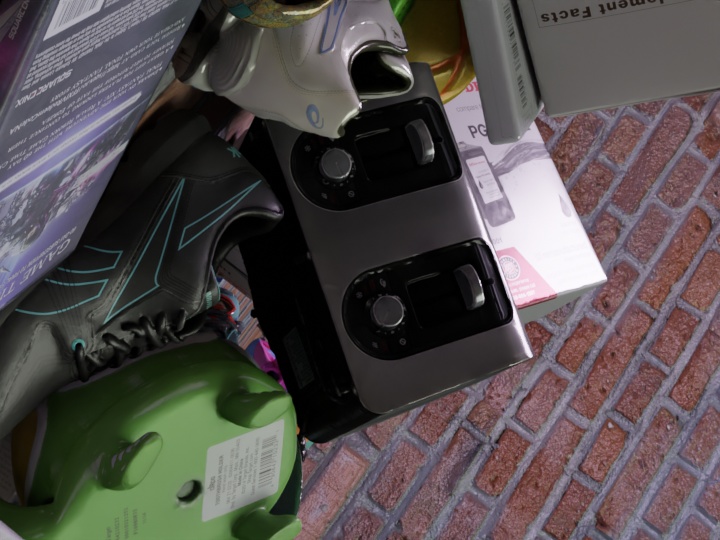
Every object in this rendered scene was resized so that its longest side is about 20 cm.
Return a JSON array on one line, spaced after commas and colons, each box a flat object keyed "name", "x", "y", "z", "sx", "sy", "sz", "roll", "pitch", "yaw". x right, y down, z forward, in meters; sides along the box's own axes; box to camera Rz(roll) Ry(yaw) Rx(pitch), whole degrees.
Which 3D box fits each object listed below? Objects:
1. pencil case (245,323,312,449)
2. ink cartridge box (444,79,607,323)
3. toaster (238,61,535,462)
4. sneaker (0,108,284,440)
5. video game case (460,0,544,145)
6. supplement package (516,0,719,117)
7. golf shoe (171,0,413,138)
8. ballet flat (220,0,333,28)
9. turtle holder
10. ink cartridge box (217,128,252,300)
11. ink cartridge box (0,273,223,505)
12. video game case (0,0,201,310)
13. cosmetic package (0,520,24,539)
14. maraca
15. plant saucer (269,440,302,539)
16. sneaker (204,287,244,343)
[{"name": "pencil case", "x": -0.111, "y": 0.128, "z": 0.915, "sx": 0.200, "sy": 0.088, "sz": 0.088, "roll": -41, "pitch": 178, "yaw": 0}, {"name": "ink cartridge box", "x": 0.081, "y": -0.055, "z": 1.048, "sx": 0.145, "sy": 0.201, "sz": 0.083, "roll": -14, "pitch": 166, "yaw": -44}, {"name": "toaster", "x": 0.000, "y": 0.000, "z": 0.790, "sx": 0.118, "sy": 0.182, "sz": 0.200, "roll": -16, "pitch": 171, "yaw": -17}, {"name": "sneaker", "x": -0.118, "y": 0.011, "z": 0.660, "sx": 0.200, "sy": 0.079, "sz": 0.075, "roll": -52, "pitch": 178, "yaw": -17}, {"name": "video game case", "x": 0.087, "y": -0.197, "z": 0.820, "sx": 0.023, "sy": 0.201, "sz": 0.182, "roll": -6, "pitch": -160, "yaw": 22}, {"name": "supplement package", "x": 0.148, "y": -0.210, "z": 0.785, "sx": 0.122, "sy": 0.119, "sz": 0.201, "roll": -69, "pitch": 146, "yaw": -51}, {"name": "golf shoe", "x": -0.013, "y": -0.117, "z": 0.675, "sx": 0.078, "sy": 0.097, "sz": 0.200, "roll": -57, "pitch": 178, "yaw": 36}, {"name": "ballet flat", "x": 0.013, "y": -0.179, "z": 0.543, "sx": 0.200, "sy": 0.071, "sz": 0.071, "roll": -51, "pitch": 178, "yaw": 7}, {"name": "turtle holder", "x": -0.129, "y": 0.105, "z": 0.726, "sx": 0.185, "sy": 0.132, "sz": 0.141, "roll": -41, "pitch": 138, "yaw": -15}, {"name": "ink cartridge box", "x": -0.059, "y": -0.015, "z": 0.985, "sx": 0.068, "sy": 0.116, "sz": 0.200, "roll": -52, "pitch": 177, "yaw": -13}, {"name": "ink cartridge box", "x": -0.172, "y": 0.070, "z": 0.878, "sx": 0.200, "sy": 0.041, "sz": 0.200, "roll": -53, "pitch": 178, "yaw": -2}, {"name": "video game case", "x": -0.116, "y": -0.051, "z": 0.514, "sx": 0.200, "sy": 0.019, "sz": 0.143, "roll": -54, "pitch": 178, "yaw": 34}, {"name": "cosmetic package", "x": -0.201, "y": 0.122, "z": 0.531, "sx": 0.113, "sy": 0.081, "sz": 0.200, "roll": -51, "pitch": 178, "yaw": -14}, {"name": "maraca", "x": 0.028, "y": -0.154, "z": 0.834, "sx": 0.138, "sy": 0.107, "sz": 0.200, "roll": -61, "pitch": 175, "yaw": 10}, {"name": "plant saucer", "x": -0.112, "y": 0.160, "z": 0.816, "sx": 0.201, "sy": 0.200, "sz": 0.039, "roll": -53, "pitch": 134, "yaw": -15}, {"name": "sneaker", "x": -0.134, "y": 0.054, "z": 1.058, "sx": 0.096, "sy": 0.079, "sz": 0.200, "roll": -61, "pitch": -167, "yaw": 1}]
